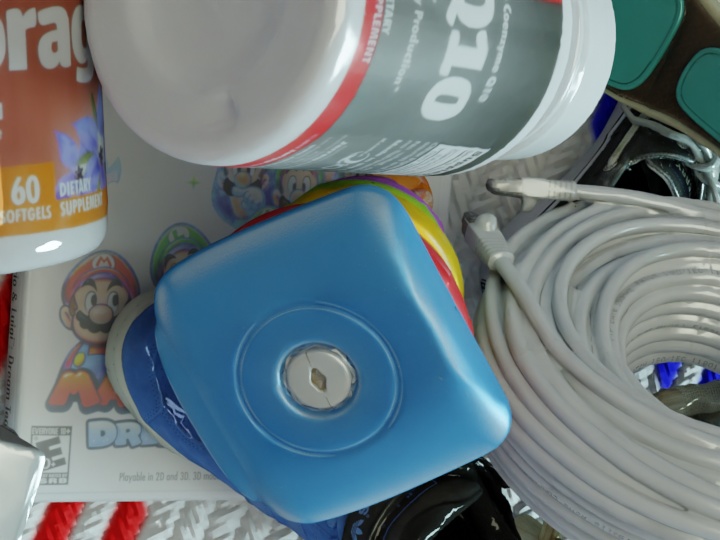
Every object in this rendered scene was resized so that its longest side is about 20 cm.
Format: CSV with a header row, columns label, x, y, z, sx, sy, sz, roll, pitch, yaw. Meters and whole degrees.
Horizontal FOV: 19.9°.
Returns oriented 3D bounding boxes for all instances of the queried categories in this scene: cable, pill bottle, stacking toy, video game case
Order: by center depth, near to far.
label,x,y,z,sx,sy,sz,roll,pitch,yaw
pill bottle,-0.147,-0.103,0.712,0.112,0.112,0.201,-7,101,-27
pill bottle,0.006,-0.092,0.742,0.200,0.114,0.114,-2,98,-55
stacking toy,0.000,0.000,0.819,0.110,0.200,0.116,-23,108,19
cable,0.140,0.049,0.832,0.199,0.200,0.069,4,131,-13
video game case,-0.054,0.009,0.890,0.199,0.024,0.183,3,94,-27

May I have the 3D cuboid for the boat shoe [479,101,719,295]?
label,x,y,z,sx,sy,sz,roll,pitch,yaw
boat shoe,0.140,-0.046,0.959,0.199,0.068,0.074,-41,112,-17

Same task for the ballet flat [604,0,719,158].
label,x,y,z,sx,sy,sz,roll,pitch,yaw
ballet flat,0.148,-0.094,0.919,0.069,0.070,0.200,-36,67,-19

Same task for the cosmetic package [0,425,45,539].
label,x,y,z,sx,sy,sz,roll,pitch,yaw
cosmetic package,-0.231,0.070,0.762,0.200,0.102,0.074,18,88,-27

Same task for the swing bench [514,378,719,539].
label,x,y,z,sx,sy,sz,roll,pitch,yaw
swing bench,0.208,0.113,0.922,0.198,0.200,0.130,-12,131,-27

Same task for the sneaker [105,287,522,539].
label,x,y,z,sx,sy,sz,roll,pitch,yaw
sneaker,-0.010,0.079,0.844,0.200,0.111,0.077,44,75,-24
